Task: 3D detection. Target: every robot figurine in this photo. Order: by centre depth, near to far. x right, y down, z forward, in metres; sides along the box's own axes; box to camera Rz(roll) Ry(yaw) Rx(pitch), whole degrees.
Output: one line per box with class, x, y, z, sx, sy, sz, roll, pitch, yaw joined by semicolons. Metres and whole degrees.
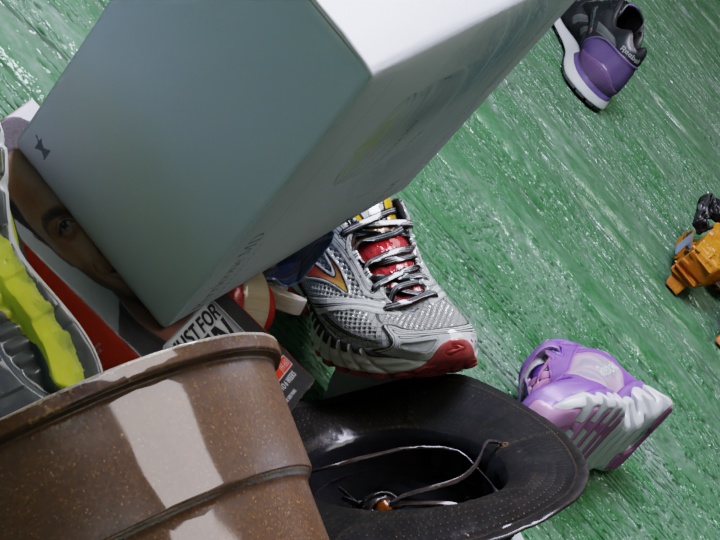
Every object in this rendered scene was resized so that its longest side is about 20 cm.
robot figurine;0.346;0.002;1.860;0.145;0.058;0.200;50;23;3

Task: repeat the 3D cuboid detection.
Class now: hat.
hat;0.023;0.127;1.029;0.201;0.199;0.081;-63;151;-66

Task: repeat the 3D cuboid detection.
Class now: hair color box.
hair color box;-0.124;0.020;0.964;0.200;0.061;0.102;44;27;-4

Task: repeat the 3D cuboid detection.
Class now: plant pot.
plant pot;-0.075;0.156;0.708;0.200;0.200;0.199;-4;64;-62

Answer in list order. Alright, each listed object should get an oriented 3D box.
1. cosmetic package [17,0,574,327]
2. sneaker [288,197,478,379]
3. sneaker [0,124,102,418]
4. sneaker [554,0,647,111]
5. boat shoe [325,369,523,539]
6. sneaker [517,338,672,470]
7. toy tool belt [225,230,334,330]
cosmetic package;-0.021;-0.103;0.942;0.123;0.199;0.200;51;44;9
sneaker;0.000;0.000;1.127;0.077;0.083;0.200;-5;27;-31
sneaker;-0.180;-0.002;0.876;0.074;0.085;0.201;-21;81;-22
sneaker;0.252;-0.241;2.035;0.076;0.088;0.200;37;25;-24
boat shoe;0.050;0.127;1.119;0.057;0.069;0.200;16;37;-53
sneaker;0.136;0.087;1.335;0.089;0.081;0.200;49;17;18
toy tool belt;-0.065;-0.037;1.101;0.123;0.125;0.201;10;44;-44
